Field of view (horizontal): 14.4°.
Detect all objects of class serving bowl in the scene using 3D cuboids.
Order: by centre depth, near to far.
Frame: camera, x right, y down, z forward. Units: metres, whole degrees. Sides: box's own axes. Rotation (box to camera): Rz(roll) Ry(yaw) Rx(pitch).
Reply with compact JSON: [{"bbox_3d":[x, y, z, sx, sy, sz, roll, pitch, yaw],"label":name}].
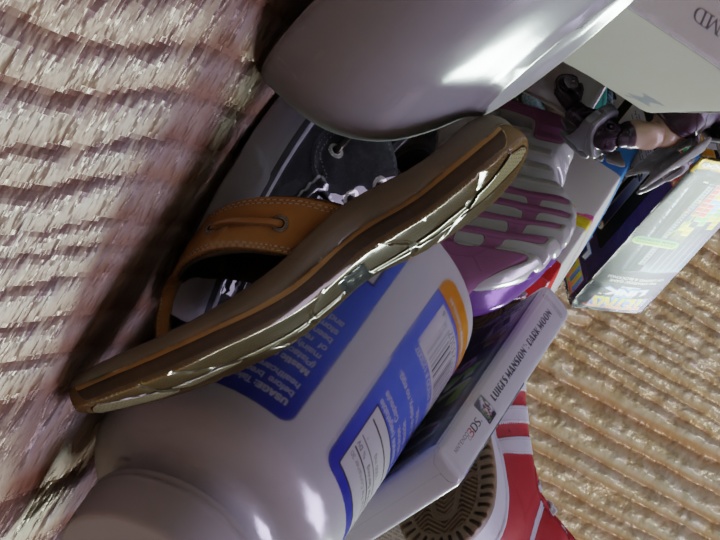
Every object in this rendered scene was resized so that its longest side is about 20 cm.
[{"bbox_3d":[0.059,-0.111,1.089,0.200,0.066,0.200,-38,177,-2],"label":"serving bowl"}]

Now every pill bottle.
[{"bbox_3d":[-0.042,0.065,1.193,0.200,0.112,0.112,-54,171,-39],"label":"pill bottle"}]

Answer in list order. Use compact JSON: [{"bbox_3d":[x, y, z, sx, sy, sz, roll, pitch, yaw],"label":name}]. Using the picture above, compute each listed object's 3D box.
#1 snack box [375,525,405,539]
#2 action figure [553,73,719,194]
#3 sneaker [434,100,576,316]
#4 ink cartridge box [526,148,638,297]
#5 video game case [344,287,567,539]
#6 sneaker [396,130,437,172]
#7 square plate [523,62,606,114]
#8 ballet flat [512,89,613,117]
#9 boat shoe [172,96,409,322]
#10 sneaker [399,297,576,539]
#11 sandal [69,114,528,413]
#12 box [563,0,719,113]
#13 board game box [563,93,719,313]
[{"bbox_3d":[0.028,0.136,1.592,0.142,0.053,0.200,-68,172,26],"label":"snack box"},{"bbox_3d":[0.133,-0.123,1.360,0.130,0.200,0.069,-49,-152,-8],"label":"action figure"},{"bbox_3d":[0.057,-0.013,1.365,0.200,0.080,0.089,-67,174,-66],"label":"sneaker"},{"bbox_3d":[0.064,-0.029,1.572,0.200,0.116,0.067,-53,172,-51],"label":"ink cartridge box"},{"bbox_3d":[-0.005,0.097,1.326,0.200,0.023,0.182,-35,-172,29],"label":"video game case"},{"bbox_3d":[0.000,0.000,1.428,0.200,0.066,0.091,-55,175,-18],"label":"sneaker"},{"bbox_3d":[0.126,-0.183,1.484,0.200,0.028,0.198,-60,-161,2],"label":"square plate"},{"bbox_3d":[0.112,-0.138,1.602,0.074,0.074,0.200,113,-4,-48],"label":"ballet flat"},{"bbox_3d":[-0.006,-0.044,1.179,0.200,0.066,0.070,-54,171,-37],"label":"boat shoe"},{"bbox_3d":[0.067,0.093,1.455,0.200,0.071,0.113,-82,150,-41],"label":"sneaker"},{"bbox_3d":[-0.028,-0.008,1.087,0.200,0.054,0.080,-34,171,-4],"label":"sandal"},{"bbox_3d":[0.151,-0.184,1.261,0.109,0.128,0.200,6,-110,60],"label":"box"},{"bbox_3d":[0.163,-0.102,1.690,0.165,0.057,0.200,127,-40,-50],"label":"board game box"}]
